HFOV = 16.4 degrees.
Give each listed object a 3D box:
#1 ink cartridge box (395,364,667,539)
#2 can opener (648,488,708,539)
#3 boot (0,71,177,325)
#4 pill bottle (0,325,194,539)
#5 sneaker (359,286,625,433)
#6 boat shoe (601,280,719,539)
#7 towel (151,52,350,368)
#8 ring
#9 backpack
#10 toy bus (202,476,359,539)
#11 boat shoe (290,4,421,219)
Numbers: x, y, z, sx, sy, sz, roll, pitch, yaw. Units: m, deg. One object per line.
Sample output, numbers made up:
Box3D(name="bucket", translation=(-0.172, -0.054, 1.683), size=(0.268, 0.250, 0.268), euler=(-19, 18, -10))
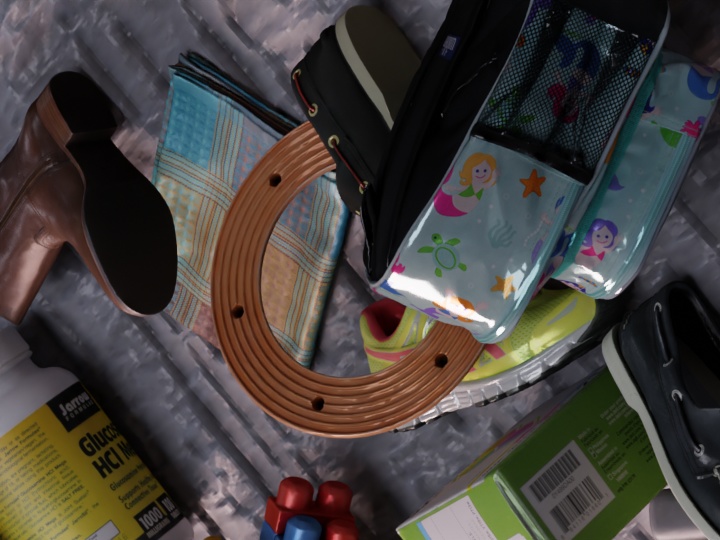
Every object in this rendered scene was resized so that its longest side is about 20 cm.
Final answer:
Box3D(name="ink cartridge box", translation=(0.082, 0.146, 1.476), size=(0.076, 0.148, 0.200), euler=(54, 137, -1))
Box3D(name="can opener", translation=(0.248, 0.112, 1.396), size=(0.200, 0.053, 0.067), euler=(-13, 76, 45))
Box3D(name="boot", translation=(-0.204, -0.005, 1.659), size=(0.200, 0.064, 0.187), euler=(-47, 54, 44))
Box3D(name="pill bottle", translation=(-0.217, 0.142, 1.757), size=(0.200, 0.112, 0.112), euler=(52, 137, 0))
Box3D(name="sneaker", translation=(0.067, 0.031, 1.469), size=(0.200, 0.078, 0.090), euler=(-23, 91, 43))
Box3D(name="boat shoe", translation=(0.203, 0.085, 1.358), size=(0.066, 0.074, 0.199), euler=(-56, 41, 30))
Box3D(name="towel", translation=(-0.077, -0.024, 1.594), size=(0.147, 0.022, 0.200), euler=(34, 134, 20))
Box3D(name="ring", translation=(0.000, 0.000, 1.467), size=(0.200, 0.019, 0.201), euler=(-7, 74, 27))
Box3D(name="backpack", translation=(0.085, -0.060, 1.282), size=(0.151, 0.178, 0.200), euler=(30, 93, -8))
Box3D(name="toy bus", translation=(-0.020, 0.235, 1.631), size=(0.136, 0.200, 0.192), euler=(-143, 66, -66))
Box3D(name="boat shoe", translation=(0.025, -0.053, 1.417), size=(0.063, 0.074, 0.201), euler=(-42, 64, 33))
